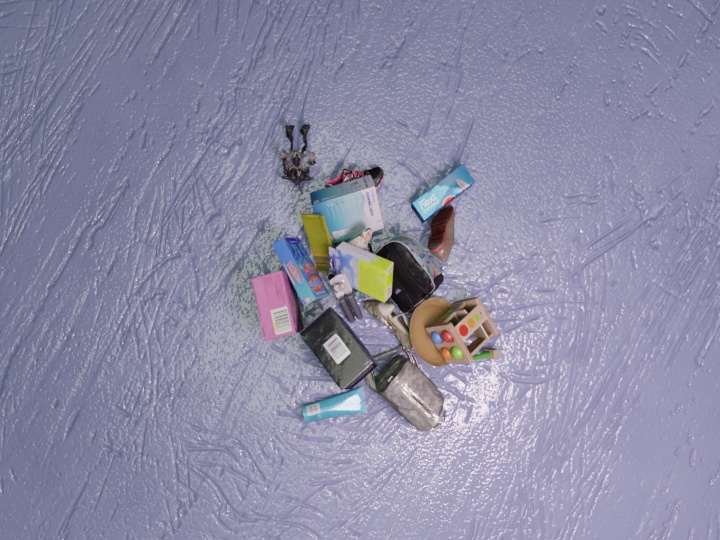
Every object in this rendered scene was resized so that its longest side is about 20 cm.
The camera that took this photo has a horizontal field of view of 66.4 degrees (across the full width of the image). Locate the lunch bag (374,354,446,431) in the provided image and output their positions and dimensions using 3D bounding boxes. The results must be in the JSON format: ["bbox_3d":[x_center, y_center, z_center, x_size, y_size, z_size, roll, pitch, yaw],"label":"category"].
[{"bbox_3d":[0.147,0.362,1.594,0.200,0.168,0.140,43,93,-5],"label":"lunch bag"}]

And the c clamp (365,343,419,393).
[{"bbox_3d":[0.078,0.283,1.684,0.194,0.027,0.176,-15,86,0],"label":"c clamp"}]

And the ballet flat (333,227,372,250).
[{"bbox_3d":[-0.022,-0.066,1.649,0.075,0.198,0.065,-28,90,-43],"label":"ballet flat"}]

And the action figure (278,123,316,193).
[{"bbox_3d":[-0.196,-0.349,1.699,0.115,0.102,0.207,-1,84,-11],"label":"action figure"}]

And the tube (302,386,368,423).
[{"bbox_3d":[-0.078,0.414,1.670,0.194,0.050,0.080,-12,90,-5],"label":"tube"}]

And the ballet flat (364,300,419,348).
[{"bbox_3d":[0.102,0.147,1.666,0.200,0.068,0.076,44,130,6],"label":"ballet flat"}]

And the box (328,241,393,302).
[{"bbox_3d":[0.000,0.000,1.597,0.196,0.124,0.048,24,45,24],"label":"box"}]

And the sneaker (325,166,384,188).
[{"bbox_3d":[-0.020,-0.276,1.684,0.196,0.097,0.080,-25,45,-2],"label":"sneaker"}]

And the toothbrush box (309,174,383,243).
[{"bbox_3d":[-0.040,-0.180,1.656,0.194,0.086,0.149,-16,125,1],"label":"toothbrush box"}]

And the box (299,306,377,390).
[{"bbox_3d":[-0.058,0.228,1.594,0.122,0.199,0.201,-39,78,-3],"label":"box"}]

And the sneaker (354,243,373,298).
[{"bbox_3d":[0.002,-0.012,1.684,0.084,0.078,0.206,-10,83,9],"label":"sneaker"}]

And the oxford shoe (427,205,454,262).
[{"bbox_3d":[0.254,-0.111,1.669,0.075,0.069,0.203,50,46,-31],"label":"oxford shoe"}]

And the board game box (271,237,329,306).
[{"bbox_3d":[-0.176,0.000,1.645,0.044,0.152,0.204,-29,87,12],"label":"board game box"}]

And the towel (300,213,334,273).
[{"bbox_3d":[-0.121,-0.076,1.647,0.084,0.018,0.204,5,126,30],"label":"towel"}]

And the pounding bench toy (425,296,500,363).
[{"bbox_3d":[0.311,0.212,1.606,0.155,0.124,0.203,-36,97,-27],"label":"pounding bench toy"}]

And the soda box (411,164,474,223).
[{"bbox_3d":[0.253,-0.236,1.700,0.198,0.064,0.069,-37,86,-1],"label":"soda box"}]

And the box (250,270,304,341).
[{"bbox_3d":[-0.238,0.105,1.616,0.094,0.200,0.181,-13,85,0],"label":"box"}]

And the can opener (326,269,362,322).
[{"bbox_3d":[-0.043,0.074,1.640,0.051,0.067,0.203,-23,131,1],"label":"can opener"}]

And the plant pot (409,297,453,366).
[{"bbox_3d":[0.226,0.185,1.654,0.195,0.027,0.207,5,79,-26],"label":"plant pot"}]

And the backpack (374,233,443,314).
[{"bbox_3d":[0.136,-0.003,1.625,0.201,0.150,0.177,47,127,2],"label":"backpack"}]
